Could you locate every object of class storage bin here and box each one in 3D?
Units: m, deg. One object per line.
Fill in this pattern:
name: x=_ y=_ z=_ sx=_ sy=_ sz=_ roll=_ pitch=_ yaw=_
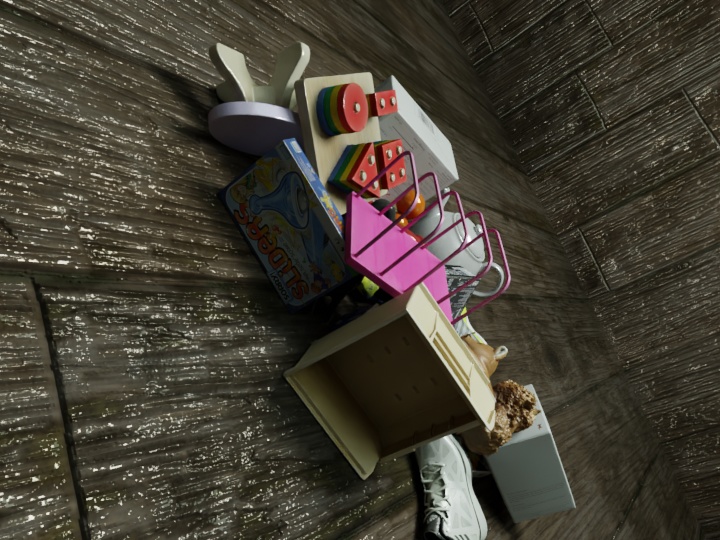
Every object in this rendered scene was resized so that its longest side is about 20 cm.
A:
storage bin: x=0.044 y=0.152 z=0.754 sx=0.199 sy=0.199 sz=0.094 roll=55 pitch=26 yaw=-10

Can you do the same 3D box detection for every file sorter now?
file sorter: x=0.093 y=-0.040 z=0.783 sx=0.199 sy=0.125 sz=0.140 roll=35 pitch=34 yaw=-28

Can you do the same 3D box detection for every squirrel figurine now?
squirrel figurine: x=0.192 y=0.197 z=0.956 sx=0.200 sy=0.142 sz=0.186 roll=44 pitch=30 yaw=12

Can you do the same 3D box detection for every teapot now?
teapot: x=0.210 y=-0.052 z=1.277 sx=0.199 sy=0.145 sz=0.199 roll=29 pitch=41 yaw=-46

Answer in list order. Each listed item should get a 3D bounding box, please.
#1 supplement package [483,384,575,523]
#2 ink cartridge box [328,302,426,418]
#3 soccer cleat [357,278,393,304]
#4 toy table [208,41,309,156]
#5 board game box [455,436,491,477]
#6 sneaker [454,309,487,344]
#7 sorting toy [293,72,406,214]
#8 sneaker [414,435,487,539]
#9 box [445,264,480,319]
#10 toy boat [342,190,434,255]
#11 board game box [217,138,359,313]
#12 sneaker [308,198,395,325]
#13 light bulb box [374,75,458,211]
supplement package: x=0.286 y=0.324 z=1.015 sx=0.118 sy=0.116 sz=0.201 roll=-88 pitch=156 yaw=-59
ink cartridge box: x=0.041 y=0.149 z=0.856 sx=0.044 sy=0.094 sz=0.201 roll=-37 pitch=97 yaw=-34
soccer cleat: x=0.001 y=0.000 z=0.965 sx=0.200 sy=0.064 sz=0.084 roll=35 pitch=32 yaw=-41
toy table: x=-0.145 y=-0.253 z=0.871 sx=0.200 sy=0.182 sz=0.118 roll=13 pitch=70 yaw=-65
board game box: x=0.169 y=0.262 z=1.031 sx=0.126 sy=0.034 sz=0.202 roll=25 pitch=44 yaw=-49
sneaker: x=0.194 y=0.135 z=1.170 sx=0.081 sy=0.074 sz=0.201 roll=-9 pitch=65 yaw=-51
sorting toy: x=-0.002 y=-0.199 z=0.889 sx=0.198 sy=0.069 sz=0.202 roll=-33 pitch=119 yaw=-54
sneaker: x=0.120 y=0.328 z=0.845 sx=0.115 sy=0.075 sz=0.202 roll=-10 pitch=75 yaw=-63
box: x=0.120 y=0.068 z=1.005 sx=0.050 sy=0.159 sz=0.199 roll=35 pitch=17 yaw=28
toy boat: x=0.063 y=-0.086 z=1.022 sx=0.200 sy=0.131 sz=0.130 roll=36 pitch=-4 yaw=38
board game box: x=-0.093 y=-0.058 z=0.793 sx=0.201 sy=0.135 sz=0.034 roll=58 pitch=27 yaw=-2
sneaker: x=-0.008 y=-0.017 z=0.867 sx=0.060 sy=0.200 sz=0.104 roll=38 pitch=6 yaw=-13
light bulb box: x=0.046 y=-0.215 z=1.098 sx=0.198 sy=0.199 sz=0.126 roll=40 pitch=32 yaw=-33
